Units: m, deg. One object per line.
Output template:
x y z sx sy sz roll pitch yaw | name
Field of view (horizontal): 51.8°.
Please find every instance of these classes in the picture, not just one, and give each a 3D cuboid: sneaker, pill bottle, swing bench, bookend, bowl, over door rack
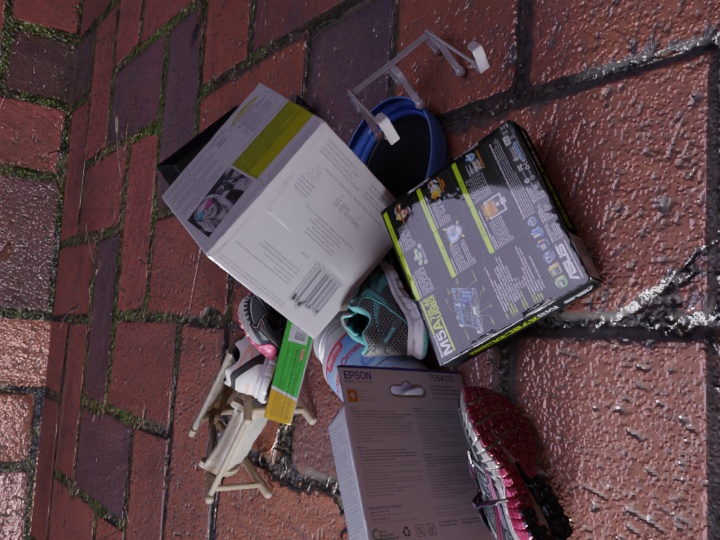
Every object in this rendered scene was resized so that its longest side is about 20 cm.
-0.152 0.107 1.140 0.202 0.078 0.075 -74 -1 -51 | sneaker
0.017 0.134 0.966 0.200 0.107 0.111 39 115 51 | pill bottle
0.144 0.217 0.782 0.075 0.079 0.203 -50 47 42 | sneaker
-0.194 0.238 1.232 0.201 0.127 0.201 -61 40 29 | swing bench
-0.233 -0.168 1.374 0.200 0.201 0.091 -44 28 -24 | bookend
0.043 -0.136 1.024 0.199 0.039 0.206 -22 62 48 | bowl
0.069 -0.224 0.926 0.147 0.067 0.201 -38 26 4 | over door rack
0.013 0.046 0.938 0.200 0.089 0.079 -128 34 -61 | sneaker
-0.130 0.044 1.091 0.074 0.081 0.202 -27 36 17 | sneaker

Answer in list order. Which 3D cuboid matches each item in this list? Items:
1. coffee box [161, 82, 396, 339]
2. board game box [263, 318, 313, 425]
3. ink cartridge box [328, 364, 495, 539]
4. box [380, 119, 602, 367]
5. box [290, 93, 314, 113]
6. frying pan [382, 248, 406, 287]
-0.094 -0.079 0.941 0.201 0.199 0.197 -49 39 -2 | coffee box
-0.092 0.114 1.096 0.200 0.039 0.157 -84 9 -79 | board game box
0.058 0.210 0.818 0.043 0.193 0.204 -38 54 41 | ink cartridge box
0.134 -0.027 0.816 0.192 0.047 0.203 -35 64 28 | box
-0.151 -0.180 1.225 0.156 0.051 0.203 -34 34 29 | box
0.007 -0.014 1.080 0.190 0.030 0.117 48 121 44 | frying pan
